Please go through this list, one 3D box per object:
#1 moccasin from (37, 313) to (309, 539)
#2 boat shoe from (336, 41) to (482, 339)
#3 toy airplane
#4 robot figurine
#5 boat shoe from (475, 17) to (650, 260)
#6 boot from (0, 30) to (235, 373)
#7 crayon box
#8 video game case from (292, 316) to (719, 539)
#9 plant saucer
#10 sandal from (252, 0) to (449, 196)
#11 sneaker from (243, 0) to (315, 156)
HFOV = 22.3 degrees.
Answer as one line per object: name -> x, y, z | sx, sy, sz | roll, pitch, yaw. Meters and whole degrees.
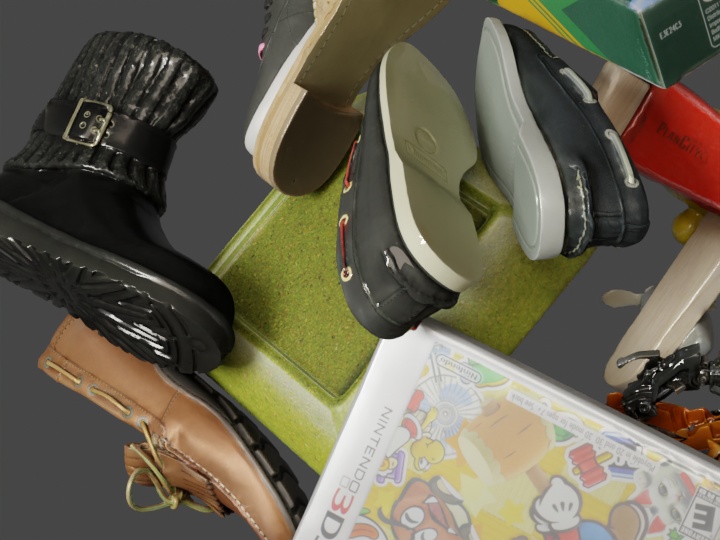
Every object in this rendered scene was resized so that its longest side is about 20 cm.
moccasin -> -0.106, 0.098, 1.034 | 0.201, 0.074, 0.078 | 41, 87, 17
boat shoe -> 0.020, -0.047, 0.942 | 0.063, 0.073, 0.202 | -38, 30, 27
toy airplane -> 0.211, -0.045, 0.984 | 0.199, 0.141, 0.201 | -21, 57, 37
robot figurine -> 0.146, 0.115, 0.968 | 0.198, 0.146, 0.058 | -13, 31, 14
boat shoe -> 0.101, -0.070, 0.958 | 0.060, 0.076, 0.201 | -2, 39, -7
boot -> -0.120, -0.047, 1.035 | 0.210, 0.080, 0.158 | 27, 65, 28
crayon box -> 0.151, -0.178, 1.001 | 0.125, 0.052, 0.200 | -33, 32, -12
video game case -> 0.069, 0.142, 0.917 | 0.199, 0.023, 0.183 | 26, 99, 13
plant saucer -> 0.000, 0.000, 1.014 | 0.200, 0.048, 0.199 | -50, 50, -5
sandal -> -0.008, -0.148, 1.016 | 0.070, 0.077, 0.213 | 36, 97, 39
sneaker -> -0.045, -0.164, 1.094 | 0.098, 0.071, 0.201 | 22, 75, 15
